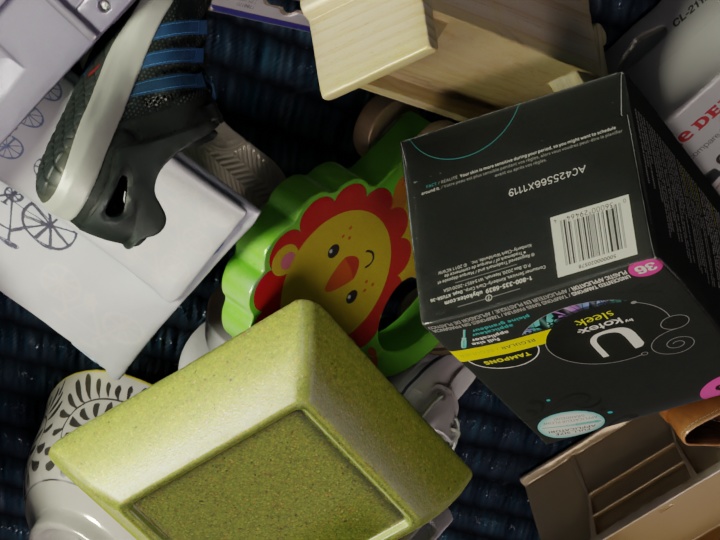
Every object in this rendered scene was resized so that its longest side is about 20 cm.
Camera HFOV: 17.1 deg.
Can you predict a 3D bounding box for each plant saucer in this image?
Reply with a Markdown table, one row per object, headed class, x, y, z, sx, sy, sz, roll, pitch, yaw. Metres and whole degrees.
| class | x | y | z | sx | sy | sz | roll | pitch | yaw |
| --- | --- | --- | --- | --- | --- | --- | --- | --- | --- |
| plant saucer | -0.057 | 0.135 | 1.481 | 0.199 | 0.048 | 0.200 | -30 | 128 | 15 |

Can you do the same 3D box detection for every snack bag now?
| class | x | y | z | sx | sy | sz | roll | pitch | yaw |
| --- | --- | --- | --- | --- | --- | --- | --- | --- | --- |
| snack bag | -0.180 | -0.035 | 1.427 | 0.188 | 0.021 | 0.200 | 36 | 135 | -8 |

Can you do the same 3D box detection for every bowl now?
| class | x | y | z | sx | sy | sz | roll | pitch | yaw |
| --- | --- | --- | --- | --- | --- | --- | --- | --- | --- |
| bowl | -0.160 | 0.174 | 1.605 | 0.200 | 0.094 | 0.201 | 24 | 138 | 23 |

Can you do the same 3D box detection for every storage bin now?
| class | x | y | z | sx | sy | sz | roll | pitch | yaw |
| --- | --- | --- | --- | --- | --- | --- | --- | --- | --- |
| storage bin | 0.259 | 0.188 | 1.839 | 0.198 | 0.094 | 0.200 | -33 | 136 | 19 |

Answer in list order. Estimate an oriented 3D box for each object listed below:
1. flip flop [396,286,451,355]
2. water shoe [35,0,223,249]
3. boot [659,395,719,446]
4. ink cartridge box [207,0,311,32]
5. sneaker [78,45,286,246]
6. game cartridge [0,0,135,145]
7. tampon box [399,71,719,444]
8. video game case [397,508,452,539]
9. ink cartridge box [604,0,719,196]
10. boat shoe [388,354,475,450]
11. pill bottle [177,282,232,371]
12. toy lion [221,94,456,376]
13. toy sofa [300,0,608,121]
| class | x | y | z | sx | sy | sz | roll | pitch | yaw |
| --- | --- | --- | --- | --- | --- | --- | --- | --- | --- |
| flip flop | 0.115 | -0.002 | 1.608 | 0.199 | 0.081 | 0.058 | -16 | 126 | 9 |
| water shoe | -0.112 | -0.103 | 1.339 | 0.079 | 0.201 | 0.071 | 32 | 157 | -18 |
| boot | 0.196 | 0.060 | 1.630 | 0.199 | 0.155 | 0.074 | -15 | 139 | -1 |
| ink cartridge box | -0.009 | -0.222 | 1.345 | 0.099 | 0.039 | 0.200 | 10 | 131 | -28 |
| sneaker | -0.128 | -0.084 | 1.441 | 0.084 | 0.075 | 0.200 | -2 | 135 | 41 |
| game cartridge | -0.228 | -0.134 | 1.332 | 0.130 | 0.038 | 0.200 | 41 | 118 | -12 |
| tampon box | 0.135 | -0.002 | 1.436 | 0.149 | 0.127 | 0.200 | -17 | 149 | 21 |
| video game case | -0.045 | 0.222 | 1.563 | 0.200 | 0.023 | 0.182 | -31 | 180 | 17 |
| ink cartridge box | 0.249 | -0.089 | 1.539 | 0.200 | 0.083 | 0.146 | 24 | 126 | -37 |
| boat shoe | 0.034 | 0.114 | 1.626 | 0.200 | 0.067 | 0.074 | -42 | 154 | -37 |
| pill bottle | -0.070 | 0.096 | 1.619 | 0.111 | 0.112 | 0.201 | -4 | 137 | -13 |
| toy lion | 0.000 | 0.000 | 1.500 | 0.192 | 0.069 | 0.200 | -47 | 142 | -14 |
| toy sofa | 0.059 | -0.138 | 1.403 | 0.083 | 0.098 | 0.200 | -22 | 159 | 34 |
